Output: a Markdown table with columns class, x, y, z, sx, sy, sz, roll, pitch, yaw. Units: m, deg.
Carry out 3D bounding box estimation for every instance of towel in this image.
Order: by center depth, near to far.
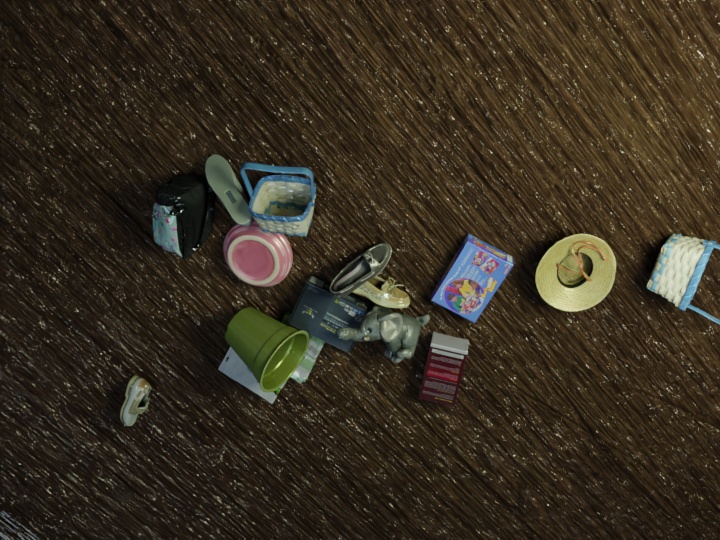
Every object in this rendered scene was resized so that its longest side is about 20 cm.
| class | x | y | z | sx | sy | sz | roll | pitch | yaw |
| --- | --- | --- | --- | --- | --- | --- | --- | --- | --- |
| towel | -0.195 | 0.233 | 1.889 | 0.147 | 0.031 | 0.202 | 26 | 121 | -4 |

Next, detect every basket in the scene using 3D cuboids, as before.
| class | x | y | z | sx | sy | sz | roll | pitch | yaw |
| --- | --- | --- | --- | --- | --- | --- | --- | --- | --- |
| basket | 0.784 | 0.011 | 1.469 | 0.198 | 0.138 | 0.179 | 32 | 127 | 30 |
| basket | -0.197 | -0.183 | 1.571 | 0.173 | 0.141 | 0.201 | 8 | 150 | 7 |

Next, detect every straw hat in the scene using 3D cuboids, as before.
| class | x | y | z | sx | sy | sz | roll | pitch | yaw |
| --- | --- | --- | --- | --- | --- | --- | --- | --- | --- |
| straw hat | 0.522 | -0.009 | 1.560 | 0.197 | 0.085 | 0.205 | 3 | 115 | 6 |

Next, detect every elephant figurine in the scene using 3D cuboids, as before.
| class | x | y | z | sx | sy | sz | roll | pitch | yaw |
| --- | --- | --- | --- | --- | --- | --- | --- | --- | --- |
| elephant figurine | 0.063 | 0.150 | 1.708 | 0.140 | 0.157 | 0.199 | -17 | 134 | 43 |

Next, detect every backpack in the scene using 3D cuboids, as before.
| class | x | y | z | sx | sy | sz | roll | pitch | yaw |
| --- | --- | --- | --- | --- | --- | --- | --- | --- | --- |
| backpack | -0.471 | -0.139 | 1.681 | 0.125 | 0.167 | 0.203 | 24 | 127 | 21 |

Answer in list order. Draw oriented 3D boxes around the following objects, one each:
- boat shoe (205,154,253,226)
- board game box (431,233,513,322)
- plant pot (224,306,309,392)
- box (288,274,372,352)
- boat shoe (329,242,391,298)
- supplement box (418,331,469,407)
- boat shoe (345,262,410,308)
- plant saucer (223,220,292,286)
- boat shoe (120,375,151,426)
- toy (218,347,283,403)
| class | x | y | z | sx | sy | sz | roll | pitch | yaw |
| --- | --- | --- | --- | --- | --- | --- | --- | --- | --- |
| boat shoe | -0.337 | -0.200 | 1.643 | 0.069 | 0.072 | 0.203 | -29 | 83 | -5 |
| board game box | 0.288 | 0.023 | 1.653 | 0.133 | 0.045 | 0.202 | 26 | 121 | -3 |
| plant pot | -0.277 | 0.203 | 1.800 | 0.189 | 0.199 | 0.203 | 34 | 125 | 22 |
| box | -0.086 | 0.122 | 1.789 | 0.197 | 0.051 | 0.159 | 27 | 122 | -4 |
| boat shoe | 0.000 | 0.000 | 1.656 | 0.199 | 0.057 | 0.067 | -41 | 75 | 6 |
| supplement box | 0.235 | 0.281 | 1.802 | 0.107 | 0.061 | 0.203 | 12 | 120 | 6 |
| boat shoe | 0.042 | 0.043 | 1.703 | 0.196 | 0.073 | 0.064 | 19 | 115 | 5 |
| plant saucer | -0.286 | -0.038 | 1.744 | 0.196 | 0.051 | 0.204 | 6 | 121 | 10 |
| boat shoe | -0.739 | 0.442 | 2.101 | 0.067 | 0.075 | 0.203 | 23 | 121 | 5 |
| toy | -0.324 | 0.310 | 1.949 | 0.198 | 0.047 | 0.116 | 34 | 121 | 0 |
